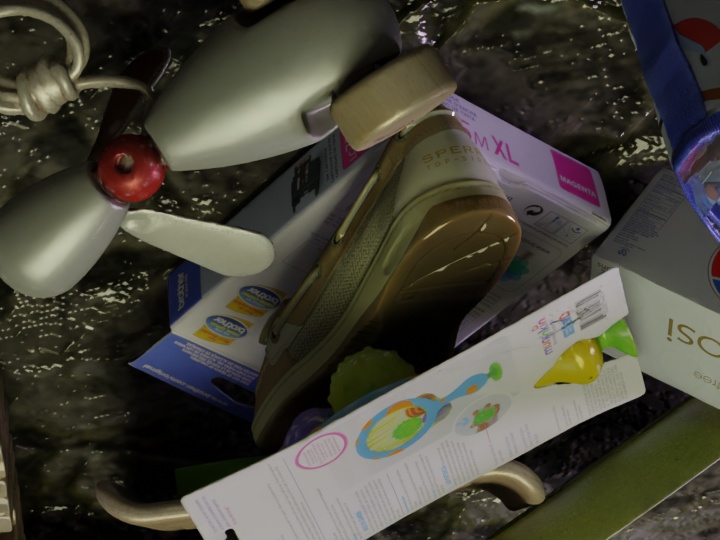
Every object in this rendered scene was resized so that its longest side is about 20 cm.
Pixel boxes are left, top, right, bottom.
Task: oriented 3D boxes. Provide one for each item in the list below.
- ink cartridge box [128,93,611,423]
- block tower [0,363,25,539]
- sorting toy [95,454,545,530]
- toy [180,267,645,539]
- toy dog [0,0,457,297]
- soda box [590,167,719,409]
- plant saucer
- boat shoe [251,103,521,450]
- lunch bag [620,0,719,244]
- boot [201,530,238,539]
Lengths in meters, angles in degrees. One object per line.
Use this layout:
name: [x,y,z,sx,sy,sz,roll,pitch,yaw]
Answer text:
ink cartridge box: [0.000,0.000,1.216,0.119,0.042,0.200,26,128,-33]
block tower: [-0.187,0.108,1.268,0.058,0.054,0.200,-3,123,-3]
sorting toy: [-0.019,0.100,1.282,0.200,0.037,0.185,-3,174,-1]
toy: [0.020,0.059,1.147,0.200,0.047,0.115,-25,149,-2]
toy dog: [-0.055,-0.064,1.096,0.200,0.132,0.096,-13,178,14]
soda box: [0.200,0.034,1.182,0.200,0.064,0.068,27,147,22]
plant saucer: [0.119,0.103,1.284,0.200,0.031,0.200,-35,174,-4]
boat shoe: [0.003,0.010,1.165,0.073,0.063,0.201,-5,149,-27]
lunch bag: [0.190,-0.074,1.057,0.200,0.170,0.124,14,131,-24]
boot: [-0.113,0.208,1.422,0.154,0.072,0.200,-6,136,-4]
